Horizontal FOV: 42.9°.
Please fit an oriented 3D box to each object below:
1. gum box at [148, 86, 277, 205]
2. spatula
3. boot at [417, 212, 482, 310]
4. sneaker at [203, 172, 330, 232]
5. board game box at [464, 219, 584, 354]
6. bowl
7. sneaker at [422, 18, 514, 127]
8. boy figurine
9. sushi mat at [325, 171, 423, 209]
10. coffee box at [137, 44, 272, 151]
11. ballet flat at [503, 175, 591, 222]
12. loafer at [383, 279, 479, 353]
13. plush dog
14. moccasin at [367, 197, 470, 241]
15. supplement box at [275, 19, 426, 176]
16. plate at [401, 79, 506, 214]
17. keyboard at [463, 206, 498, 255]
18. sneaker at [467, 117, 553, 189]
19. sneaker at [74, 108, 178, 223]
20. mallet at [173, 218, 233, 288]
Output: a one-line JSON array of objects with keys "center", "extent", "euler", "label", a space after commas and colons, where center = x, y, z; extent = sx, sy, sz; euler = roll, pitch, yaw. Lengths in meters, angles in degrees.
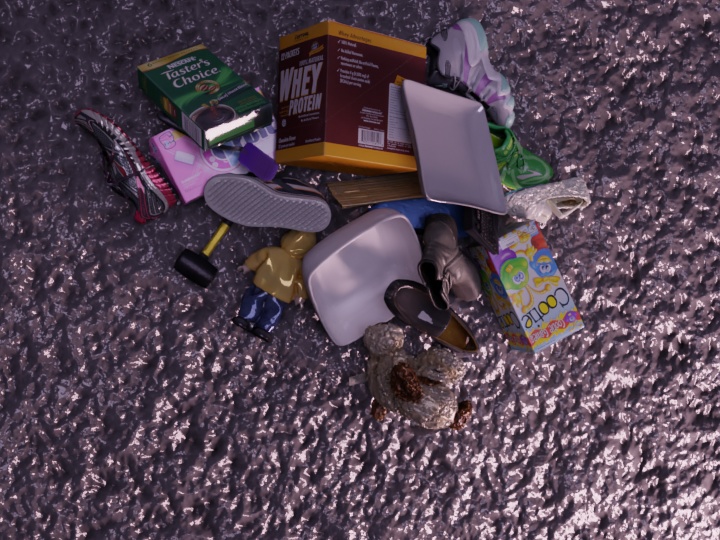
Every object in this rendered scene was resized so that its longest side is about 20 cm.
[{"center": [-0.226, -0.193, 1.451], "extent": [0.200, 0.066, 0.114], "euler": [-28, 97, -12], "label": "gum box"}, {"center": [-0.219, -0.194, 1.400], "extent": [0.200, 0.021, 0.057], "euler": [24, 44, -6], "label": "spatula"}, {"center": [0.137, 0.016, 1.480], "extent": [0.200, 0.068, 0.131], "euler": [59, 34, -40], "label": "boot"}, {"center": [-0.147, -0.110, 1.439], "extent": [0.199, 0.079, 0.079], "euler": [14, 111, -14], "label": "sneaker"}, {"center": [0.276, 0.027, 1.554], "extent": [0.103, 0.105, 0.200], "euler": [-27, 95, -12], "label": "board game box"}, {"center": [0.000, 0.000, 1.469], "extent": [0.200, 0.075, 0.200], "euler": [-32, 136, -12], "label": "bowl"}, {"center": [0.167, -0.314, 1.551], "extent": [0.140, 0.078, 0.200], "euler": [-24, 86, -11], "label": "sneaker"}, {"center": [-0.136, 0.010, 1.473], "extent": [0.124, 0.064, 0.200], "euler": [25, 81, 7], "label": "boy figurine"}, {"center": [0.049, -0.135, 1.509], "extent": [0.199, 0.096, 0.012], "euler": [-9, 123, -14], "label": "sushi mat"}, {"center": [-0.238, -0.266, 1.388], "extent": [0.123, 0.044, 0.200], "euler": [-27, 53, -27], "label": "coffee box"}, {"center": [0.320, -0.117, 1.555], "extent": [0.200, 0.072, 0.072], "euler": [-16, 93, -32], "label": "ballet flat"}, {"center": [0.122, 0.076, 1.497], "extent": [0.200, 0.072, 0.073], "euler": [31, 89, -34], "label": "loafer"}, {"center": [0.086, 0.193, 1.462], "extent": [0.200, 0.172, 0.161], "euler": [28, 92, -28], "label": "plush dog"}, {"center": [0.108, -0.096, 1.533], "extent": [0.199, 0.068, 0.081], "euler": [8, 89, -10], "label": "moccasin"}, {"center": [-0.015, -0.262, 1.437], "extent": [0.197, 0.133, 0.201], "euler": [3, 88, -38], "label": "supplement box"}, {"center": [0.141, -0.186, 1.432], "extent": [0.199, 0.032, 0.201], "euler": [5, 69, -44], "label": "plate"}, {"center": [0.185, -0.119, 1.500], "extent": [0.127, 0.200, 0.021], "euler": [38, 122, -22], "label": "keyboard"}, {"center": [0.242, -0.196, 1.558], "extent": [0.200, 0.084, 0.074], "euler": [26, 83, -13], "label": "sneaker"}, {"center": [-0.370, -0.164, 1.409], "extent": [0.075, 0.081, 0.200], "euler": [-41, 99, -9], "label": "sneaker"}, {"center": [-0.213, -0.061, 1.472], "extent": [0.066, 0.041, 0.200], "euler": [42, 76, -9], "label": "mallet"}]
